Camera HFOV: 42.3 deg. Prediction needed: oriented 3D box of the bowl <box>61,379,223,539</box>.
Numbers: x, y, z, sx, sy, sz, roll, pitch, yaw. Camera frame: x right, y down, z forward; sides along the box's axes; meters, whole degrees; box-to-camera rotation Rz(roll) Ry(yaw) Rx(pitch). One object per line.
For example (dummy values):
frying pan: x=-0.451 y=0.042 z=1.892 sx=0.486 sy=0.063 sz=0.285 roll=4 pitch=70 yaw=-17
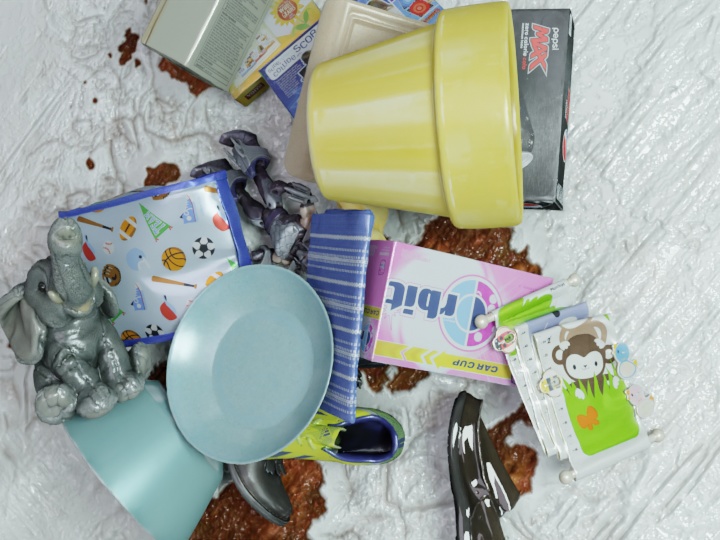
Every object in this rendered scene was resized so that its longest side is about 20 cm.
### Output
bowl: x=-0.225 y=0.198 z=1.024 sx=0.105 sy=0.201 sz=0.201 roll=-41 pitch=73 yaw=-12

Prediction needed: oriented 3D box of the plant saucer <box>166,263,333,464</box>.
plant saucer: x=-0.108 y=0.096 z=0.950 sx=0.198 sy=0.039 sz=0.204 roll=-8 pitch=71 yaw=24

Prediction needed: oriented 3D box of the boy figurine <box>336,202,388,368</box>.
boy figurine: x=0.000 y=0.000 z=0.991 sx=0.063 sy=0.124 sz=0.204 roll=-2 pitch=79 yaw=4

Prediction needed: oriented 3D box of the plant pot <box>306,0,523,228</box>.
plant pot: x=0.054 y=-0.138 z=0.873 sx=0.186 sy=0.201 sz=0.205 roll=-3 pitch=84 yaw=13

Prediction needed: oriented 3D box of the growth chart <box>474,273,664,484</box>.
growth chart: x=0.213 y=0.105 z=0.921 sx=0.143 sy=0.018 sz=0.202 roll=-27 pitch=90 yaw=-18

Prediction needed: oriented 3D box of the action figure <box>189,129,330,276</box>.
action figure: x=-0.106 y=-0.066 z=1.054 sx=0.200 sy=0.069 sz=0.131 roll=49 pitch=118 yaw=24

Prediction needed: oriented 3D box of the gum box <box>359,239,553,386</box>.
gum box: x=0.096 y=0.045 z=0.934 sx=0.197 sy=0.066 sz=0.116 roll=12 pitch=88 yaw=-23

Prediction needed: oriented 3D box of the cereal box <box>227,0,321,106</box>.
cereal box: x=-0.143 y=-0.319 z=1.110 sx=0.143 sy=0.039 sz=0.201 roll=-37 pitch=75 yaw=11

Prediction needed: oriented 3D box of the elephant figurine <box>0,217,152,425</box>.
elephant figurine: x=-0.300 y=0.042 z=0.957 sx=0.153 sy=0.142 sz=0.203 roll=-15 pitch=105 yaw=13

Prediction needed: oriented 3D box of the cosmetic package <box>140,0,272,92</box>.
cosmetic package: x=-0.151 y=-0.315 z=1.038 sx=0.072 sy=0.103 sz=0.202 roll=28 pitch=93 yaw=19

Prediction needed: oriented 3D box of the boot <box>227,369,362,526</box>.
boot: x=-0.073 y=0.159 z=1.031 sx=0.172 sy=0.069 sz=0.202 roll=-29 pitch=84 yaw=5

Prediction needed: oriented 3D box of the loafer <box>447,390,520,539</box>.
loafer: x=0.129 y=0.224 z=0.962 sx=0.070 sy=0.073 sz=0.204 roll=-5 pitch=88 yaw=7

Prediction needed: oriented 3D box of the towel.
towel: x=-0.024 y=0.039 z=0.934 sx=0.023 sy=0.144 sz=0.204 roll=5 pitch=91 yaw=-23

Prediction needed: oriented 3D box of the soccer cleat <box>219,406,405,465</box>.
soccer cleat: x=-0.051 y=0.168 z=0.964 sx=0.196 sy=0.084 sz=0.066 roll=3 pitch=87 yaw=-3

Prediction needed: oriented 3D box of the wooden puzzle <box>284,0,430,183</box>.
wooden puzzle: x=0.035 y=-0.167 z=0.971 sx=0.197 sy=0.037 sz=0.188 roll=14 pitch=105 yaw=-8

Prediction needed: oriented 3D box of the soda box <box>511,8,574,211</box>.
soda box: x=0.183 y=-0.168 z=0.979 sx=0.070 sy=0.063 sz=0.204 roll=4 pitch=85 yaw=18

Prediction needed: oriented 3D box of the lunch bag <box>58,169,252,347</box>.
lunch bag: x=-0.211 y=-0.012 z=1.043 sx=0.197 sy=0.124 sz=0.173 roll=-11 pitch=99 yaw=25

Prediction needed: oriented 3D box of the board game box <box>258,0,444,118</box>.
board game box: x=-0.003 y=-0.238 z=1.026 sx=0.199 sy=0.034 sz=0.136 roll=-38 pitch=56 yaw=4
